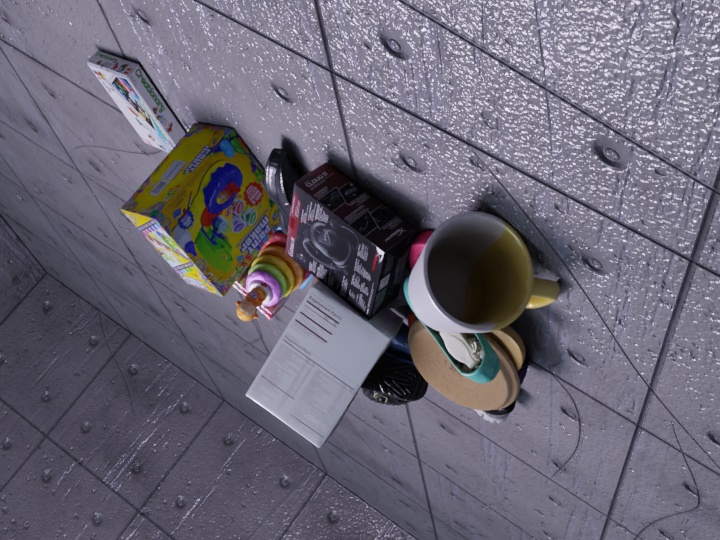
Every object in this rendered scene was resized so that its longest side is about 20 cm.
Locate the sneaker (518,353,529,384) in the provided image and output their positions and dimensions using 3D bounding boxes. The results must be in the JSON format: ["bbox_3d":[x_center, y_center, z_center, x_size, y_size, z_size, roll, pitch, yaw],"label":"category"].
[{"bbox_3d":[0.178,0.103,1.592,0.198,0.076,0.088,29,146,15],"label":"sneaker"}]

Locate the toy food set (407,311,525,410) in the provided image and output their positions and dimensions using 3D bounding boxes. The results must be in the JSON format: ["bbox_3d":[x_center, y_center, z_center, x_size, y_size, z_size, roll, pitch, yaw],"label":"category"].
[{"bbox_3d":[0.155,0.132,1.535,0.195,0.049,0.202,22,143,25],"label":"toy food set"}]

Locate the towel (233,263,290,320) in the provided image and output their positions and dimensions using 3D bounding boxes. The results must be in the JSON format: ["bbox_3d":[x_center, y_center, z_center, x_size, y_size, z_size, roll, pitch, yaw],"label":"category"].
[{"bbox_3d":[-0.217,0.000,1.860,0.199,0.030,0.147,42,-161,-3],"label":"towel"}]

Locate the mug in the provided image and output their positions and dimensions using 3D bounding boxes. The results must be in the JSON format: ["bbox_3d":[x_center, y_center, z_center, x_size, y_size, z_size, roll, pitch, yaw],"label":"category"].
[{"bbox_3d":[0.144,0.028,1.334,0.186,0.150,0.153,40,162,-3],"label":"mug"}]

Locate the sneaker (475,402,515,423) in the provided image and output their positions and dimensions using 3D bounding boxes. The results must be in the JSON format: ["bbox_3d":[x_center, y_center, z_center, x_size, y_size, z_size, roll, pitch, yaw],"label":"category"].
[{"bbox_3d":[0.188,0.183,1.727,0.199,0.074,0.087,39,157,-4],"label":"sneaker"}]

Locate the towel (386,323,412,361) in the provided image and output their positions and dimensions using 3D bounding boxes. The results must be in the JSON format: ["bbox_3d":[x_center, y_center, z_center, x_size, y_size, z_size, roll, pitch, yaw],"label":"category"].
[{"bbox_3d":[0.010,0.096,1.748,0.197,0.049,0.112,20,166,2],"label":"towel"}]

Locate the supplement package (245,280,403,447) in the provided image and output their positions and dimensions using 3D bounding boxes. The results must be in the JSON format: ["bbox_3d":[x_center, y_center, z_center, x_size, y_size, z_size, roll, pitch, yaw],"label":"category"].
[{"bbox_3d":[-0.051,0.133,1.598,0.146,0.202,0.191,33,-169,4],"label":"supplement package"}]

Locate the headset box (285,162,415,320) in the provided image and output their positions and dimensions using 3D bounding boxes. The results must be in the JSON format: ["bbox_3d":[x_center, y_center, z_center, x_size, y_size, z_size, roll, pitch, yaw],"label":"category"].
[{"bbox_3d":[-0.027,-0.049,1.502,0.199,0.077,0.150,38,141,23],"label":"headset box"}]

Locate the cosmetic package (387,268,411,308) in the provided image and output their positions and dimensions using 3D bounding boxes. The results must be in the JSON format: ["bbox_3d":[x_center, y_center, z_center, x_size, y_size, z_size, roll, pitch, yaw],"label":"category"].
[{"bbox_3d":[0.000,0.000,1.689,0.151,0.052,0.199,44,161,-11],"label":"cosmetic package"}]

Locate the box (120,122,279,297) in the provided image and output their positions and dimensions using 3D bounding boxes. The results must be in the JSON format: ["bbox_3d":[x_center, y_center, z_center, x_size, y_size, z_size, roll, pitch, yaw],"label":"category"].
[{"bbox_3d":[-0.253,-0.103,1.698,0.121,0.201,0.193,15,151,47],"label":"box"}]

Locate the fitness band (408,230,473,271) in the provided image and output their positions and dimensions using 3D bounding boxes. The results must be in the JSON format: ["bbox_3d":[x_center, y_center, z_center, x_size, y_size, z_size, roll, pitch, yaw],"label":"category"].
[{"bbox_3d":[0.137,0.016,1.501,0.143,0.038,0.201,33,159,26],"label":"fitness band"}]

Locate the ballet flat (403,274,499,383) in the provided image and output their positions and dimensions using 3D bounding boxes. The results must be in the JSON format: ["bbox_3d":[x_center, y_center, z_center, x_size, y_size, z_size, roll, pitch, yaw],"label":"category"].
[{"bbox_3d":[0.123,0.073,1.433,0.201,0.067,0.070,52,-168,23],"label":"ballet flat"}]

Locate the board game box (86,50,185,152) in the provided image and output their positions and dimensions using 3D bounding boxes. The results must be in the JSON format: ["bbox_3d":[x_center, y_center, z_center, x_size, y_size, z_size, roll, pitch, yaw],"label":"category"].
[{"bbox_3d":[-0.382,-0.288,1.774,0.125,0.035,0.201,25,156,38],"label":"board game box"}]

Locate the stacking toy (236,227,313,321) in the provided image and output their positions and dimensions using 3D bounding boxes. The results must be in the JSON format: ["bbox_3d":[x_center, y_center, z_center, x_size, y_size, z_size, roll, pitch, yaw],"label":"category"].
[{"bbox_3d":[-0.162,0.020,1.773,0.115,0.201,0.110,36,133,0],"label":"stacking toy"}]

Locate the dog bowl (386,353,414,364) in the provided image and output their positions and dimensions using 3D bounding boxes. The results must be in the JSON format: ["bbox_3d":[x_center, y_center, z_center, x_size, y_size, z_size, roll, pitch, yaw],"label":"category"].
[{"bbox_3d":[0.020,0.144,1.900,0.199,0.112,0.049,42,148,-8],"label":"dog bowl"}]

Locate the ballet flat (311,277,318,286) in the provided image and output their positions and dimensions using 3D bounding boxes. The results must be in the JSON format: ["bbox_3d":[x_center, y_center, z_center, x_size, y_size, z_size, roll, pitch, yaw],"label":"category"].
[{"bbox_3d":[-0.010,0.073,1.848,0.199,0.068,0.068,39,161,-1],"label":"ballet flat"}]

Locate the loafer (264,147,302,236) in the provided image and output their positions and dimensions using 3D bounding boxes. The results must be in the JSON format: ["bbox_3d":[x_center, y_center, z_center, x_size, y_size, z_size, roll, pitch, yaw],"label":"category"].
[{"bbox_3d":[-0.102,-0.119,1.601,0.069,0.069,0.202,11,150,17],"label":"loafer"}]

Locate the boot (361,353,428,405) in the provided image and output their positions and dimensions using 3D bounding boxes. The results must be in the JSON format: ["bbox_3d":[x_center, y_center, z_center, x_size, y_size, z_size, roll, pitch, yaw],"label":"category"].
[{"bbox_3d":[0.015,0.178,1.780,0.209,0.080,0.158,28,170,-4],"label":"boot"}]
